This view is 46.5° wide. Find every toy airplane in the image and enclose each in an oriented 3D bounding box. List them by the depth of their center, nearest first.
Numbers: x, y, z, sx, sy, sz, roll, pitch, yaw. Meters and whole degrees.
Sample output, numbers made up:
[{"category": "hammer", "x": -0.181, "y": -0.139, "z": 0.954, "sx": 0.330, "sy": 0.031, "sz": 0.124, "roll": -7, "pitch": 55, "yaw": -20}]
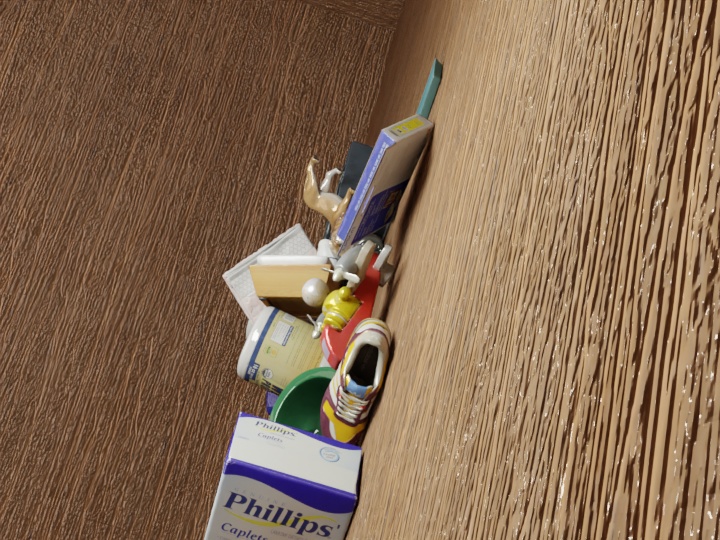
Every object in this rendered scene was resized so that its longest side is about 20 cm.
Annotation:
[{"category": "toy airplane", "x": -0.022, "y": 0.036, "z": 1.320, "sx": 0.199, "sy": 0.138, "sz": 0.204, "roll": -95, "pitch": 21, "yaw": -79}]

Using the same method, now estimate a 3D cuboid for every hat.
[{"category": "hat", "x": -0.034, "y": 0.260, "z": 1.348, "sx": 0.176, "sy": 0.163, "sz": 0.203, "roll": 47, "pitch": -119, "yaw": -47}]

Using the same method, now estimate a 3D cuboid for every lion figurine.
[{"category": "lion figurine", "x": -0.057, "y": -0.125, "z": 1.617, "sx": 0.200, "sy": 0.072, "sz": 0.124, "roll": 46, "pitch": 116, "yaw": 34}]

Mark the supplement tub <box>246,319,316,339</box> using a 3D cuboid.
[{"category": "supplement tub", "x": -0.135, "y": 0.140, "z": 1.833, "sx": 0.147, "sy": 0.197, "sz": 0.146, "roll": -57, "pitch": -14, "yaw": -23}]

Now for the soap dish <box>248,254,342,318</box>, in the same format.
[{"category": "soap dish", "x": -0.116, "y": 0.036, "z": 1.597, "sx": 0.200, "sy": 0.154, "sz": 0.083, "roll": 66, "pitch": -155, "yaw": -72}]

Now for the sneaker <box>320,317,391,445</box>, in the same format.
[{"category": "sneaker", "x": -0.012, "y": 0.168, "z": 1.160, "sx": 0.090, "sy": 0.073, "sz": 0.204, "roll": -70, "pitch": -4, "yaw": -77}]

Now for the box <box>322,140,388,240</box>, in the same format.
[{"category": "box", "x": -0.002, "y": -0.125, "z": 1.780, "sx": 0.198, "sy": 0.122, "sz": 0.202, "roll": 113, "pitch": 172, "yaw": -45}]

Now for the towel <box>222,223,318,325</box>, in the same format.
[{"category": "towel", "x": -0.155, "y": 0.034, "z": 1.727, "sx": 0.198, "sy": 0.193, "sz": 0.032, "roll": -35, "pitch": 18, "yaw": -9}]

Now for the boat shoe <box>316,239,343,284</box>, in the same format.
[{"category": "boat shoe", "x": -0.032, "y": -0.011, "z": 1.690, "sx": 0.200, "sy": 0.072, "sz": 0.067, "roll": 43, "pitch": -135, "yaw": -66}]

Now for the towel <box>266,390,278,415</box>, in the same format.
[{"category": "towel", "x": -0.112, "y": 0.219, "z": 1.697, "sx": 0.198, "sy": 0.049, "sz": 0.151, "roll": -14, "pitch": 69, "yaw": 42}]

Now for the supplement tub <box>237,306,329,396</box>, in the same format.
[{"category": "supplement tub", "x": -0.114, "y": 0.169, "z": 1.548, "sx": 0.144, "sy": 0.197, "sz": 0.147, "roll": 24, "pitch": -90, "yaw": -88}]

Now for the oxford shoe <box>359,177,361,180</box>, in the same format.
[{"category": "oxford shoe", "x": 0.044, "y": -0.189, "z": 1.666, "sx": 0.073, "sy": 0.083, "sz": 0.202, "roll": 108, "pitch": 176, "yaw": -46}]

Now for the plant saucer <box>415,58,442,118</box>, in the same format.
[{"category": "plant saucer", "x": 0.113, "y": -0.284, "z": 1.542, "sx": 0.071, "sy": 0.019, "sz": 0.202, "roll": -80, "pitch": 7, "yaw": -50}]

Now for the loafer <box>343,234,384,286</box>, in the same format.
[{"category": "loafer", "x": 0.000, "y": 0.000, "z": 1.598, "sx": 0.072, "sy": 0.072, "sz": 0.202, "roll": -81, "pitch": 8, "yaw": -47}]

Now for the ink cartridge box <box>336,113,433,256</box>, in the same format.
[{"category": "ink cartridge box", "x": 0.029, "y": -0.141, "z": 1.348, "sx": 0.199, "sy": 0.047, "sz": 0.200, "roll": -32, "pitch": -28, "yaw": -56}]

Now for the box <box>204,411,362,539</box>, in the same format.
[{"category": "box", "x": -0.110, "y": 0.325, "z": 1.151, "sx": 0.105, "sy": 0.180, "sz": 0.203, "roll": -80, "pitch": 7, "yaw": -64}]
